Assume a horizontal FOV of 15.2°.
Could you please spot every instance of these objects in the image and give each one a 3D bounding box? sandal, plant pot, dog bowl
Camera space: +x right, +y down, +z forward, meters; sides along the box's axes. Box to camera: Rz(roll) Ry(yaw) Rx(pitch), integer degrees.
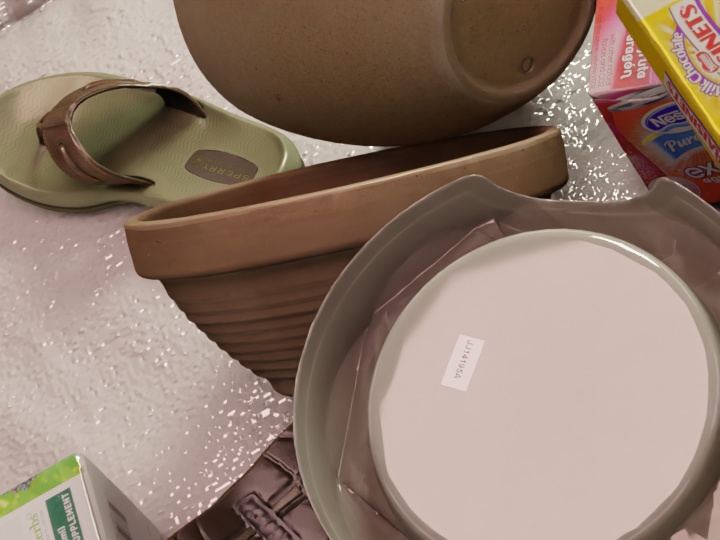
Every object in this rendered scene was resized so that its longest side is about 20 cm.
[{"bbox_3d":[-0.116,-0.069,1.369,0.200,0.057,0.080,10,66,34],"label":"sandal"},{"bbox_3d":[0.031,-0.140,1.225,0.201,0.200,0.134,-51,42,-9],"label":"plant pot"},{"bbox_3d":[0.000,0.000,1.207,0.199,0.201,0.093,-8,97,25],"label":"plant pot"},{"bbox_3d":[-0.021,0.119,1.189,0.200,0.055,0.082,-39,66,-17],"label":"sandal"},{"bbox_3d":[0.076,0.057,1.064,0.198,0.059,0.202,-7,64,15],"label":"dog bowl"}]

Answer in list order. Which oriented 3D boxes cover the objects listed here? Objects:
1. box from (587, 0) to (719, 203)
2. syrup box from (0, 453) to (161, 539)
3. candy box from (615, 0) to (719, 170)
[{"bbox_3d":[0.170,-0.139,1.223,0.095,0.100,0.201,-7,56,26],"label":"box"},{"bbox_3d":[-0.184,0.176,1.232,0.199,0.082,0.079,-29,49,9],"label":"syrup box"},{"bbox_3d":[0.197,-0.055,1.093,0.102,0.026,0.201,-28,69,-8],"label":"candy box"}]
